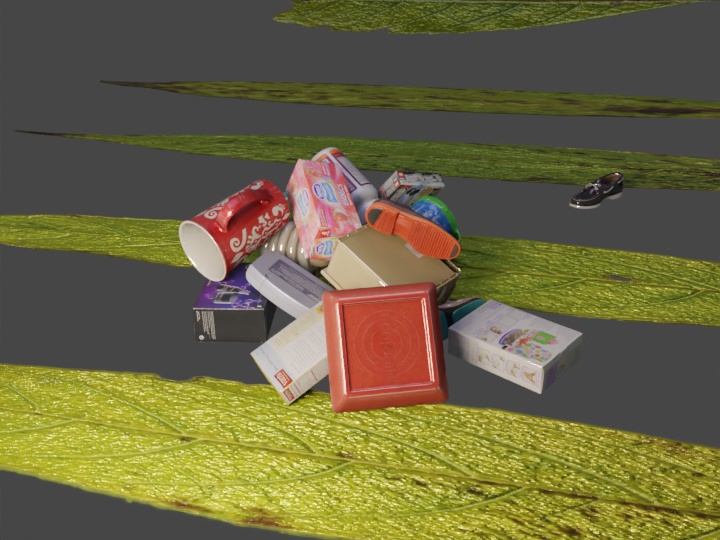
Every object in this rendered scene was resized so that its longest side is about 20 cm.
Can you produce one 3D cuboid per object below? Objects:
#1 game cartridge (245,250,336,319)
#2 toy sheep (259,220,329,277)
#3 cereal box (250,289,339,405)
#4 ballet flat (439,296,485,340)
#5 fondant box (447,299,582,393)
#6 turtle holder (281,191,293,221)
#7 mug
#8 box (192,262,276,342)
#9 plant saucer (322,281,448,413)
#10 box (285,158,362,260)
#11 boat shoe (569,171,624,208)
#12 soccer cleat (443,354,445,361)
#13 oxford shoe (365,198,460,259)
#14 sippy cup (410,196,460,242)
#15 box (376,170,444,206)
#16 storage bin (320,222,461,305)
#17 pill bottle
[{"bbox_3d":[-0.123,0.040,1.561,0.198,0.041,0.133,34,21,4],"label":"game cartridge"},{"bbox_3d":[-0.151,-0.042,1.721,0.196,0.140,0.138,7,27,17],"label":"toy sheep"},{"bbox_3d":[-0.082,0.128,1.396,0.199,0.040,0.144,-36,35,-10],"label":"cereal box"},{"bbox_3d":[0.152,0.096,1.523,0.197,0.070,0.067,-12,8,-32],"label":"ballet flat"},{"bbox_3d":[0.274,0.131,1.437,0.198,0.059,0.143,20,33,38],"label":"fondant box"},{"bbox_3d":[-0.163,-0.107,1.861,0.129,0.142,0.187,9,49,20],"label":"turtle holder"},{"bbox_3d":[-0.231,-0.089,1.588,0.176,0.135,0.199,-9,24,50],"label":"mug"},{"bbox_3d":[-0.239,0.059,1.587,0.138,0.080,0.201,2,26,1],"label":"box"},{"bbox_3d":[0.042,0.123,1.324,0.196,0.204,0.037,-4,-11,-7],"label":"plant saucer"},{"bbox_3d":[-0.078,-0.125,1.659,0.101,0.095,0.202,4,46,-26],"label":"box"},{"bbox_3d":[0.622,-0.210,2.106,0.197,0.061,0.074,-18,31,-30],"label":"boat shoe"},{"bbox_3d":[0.052,0.154,1.406,0.196,0.069,0.081,8,10,16],"label":"soccer cleat"},{"bbox_3d":[0.110,-0.090,1.575,0.198,0.072,0.073,28,34,4],"label":"oxford shoe"},{"bbox_3d":[0.129,-0.077,1.798,0.130,0.141,0.177,-33,12,-32],"label":"sippy cup"},{"bbox_3d":[0.085,-0.160,1.875,0.135,0.200,0.040,-3,64,-38],"label":"box"},{"bbox_3d":[0.065,0.003,1.578,0.200,0.095,0.197,42,43,20],"label":"storage bin"},{"bbox_3d":[-0.030,-0.172,1.800,0.109,0.110,0.200,-24,63,-39],"label":"pill bottle"}]
